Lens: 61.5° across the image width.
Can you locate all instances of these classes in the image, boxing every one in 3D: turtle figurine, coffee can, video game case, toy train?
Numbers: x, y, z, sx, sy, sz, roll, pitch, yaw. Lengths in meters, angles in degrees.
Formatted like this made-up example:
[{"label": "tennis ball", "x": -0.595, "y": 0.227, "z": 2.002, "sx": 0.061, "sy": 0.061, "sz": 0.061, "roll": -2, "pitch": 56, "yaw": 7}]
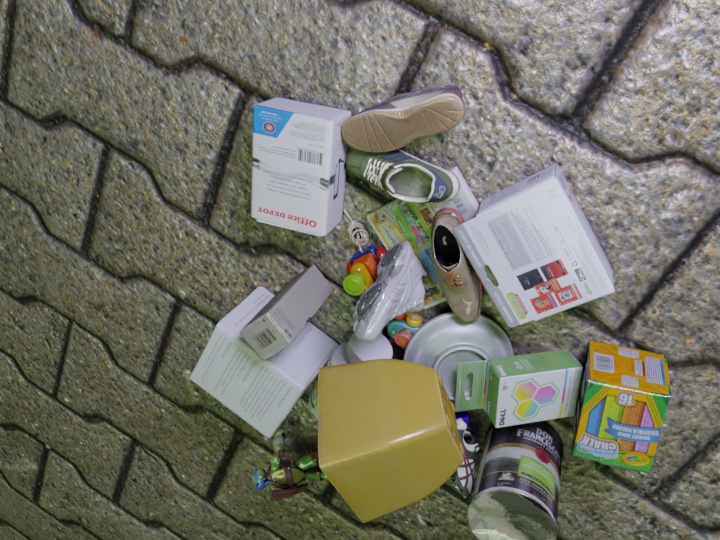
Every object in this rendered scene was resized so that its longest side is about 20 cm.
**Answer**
[{"label": "turtle figurine", "x": -0.135, "y": 0.407, "z": 1.330, "sx": 0.193, "sy": 0.200, "sz": 0.145, "roll": -6, "pitch": 90, "yaw": 3}, {"label": "coffee can", "x": 0.279, "y": 0.375, "z": 1.073, "sx": 0.146, "sy": 0.200, "sz": 0.147, "roll": 9, "pitch": 118, "yaw": 17}, {"label": "video game case", "x": 0.134, "y": -0.049, "z": 1.031, "sx": 0.182, "sy": 0.023, "sz": 0.200, "roll": -26, "pitch": 104, "yaw": 30}, {"label": "toy train", "x": 0.000, "y": 0.000, "z": 1.053, "sx": 0.084, "sy": 0.116, "sz": 0.200, "roll": -26, "pitch": 103, "yaw": 29}, {"label": "toy train", "x": 0.096, "y": 0.171, "z": 1.133, "sx": 0.150, "sy": 0.056, "sz": 0.200, "roll": -36, "pitch": 98, "yaw": 31}]

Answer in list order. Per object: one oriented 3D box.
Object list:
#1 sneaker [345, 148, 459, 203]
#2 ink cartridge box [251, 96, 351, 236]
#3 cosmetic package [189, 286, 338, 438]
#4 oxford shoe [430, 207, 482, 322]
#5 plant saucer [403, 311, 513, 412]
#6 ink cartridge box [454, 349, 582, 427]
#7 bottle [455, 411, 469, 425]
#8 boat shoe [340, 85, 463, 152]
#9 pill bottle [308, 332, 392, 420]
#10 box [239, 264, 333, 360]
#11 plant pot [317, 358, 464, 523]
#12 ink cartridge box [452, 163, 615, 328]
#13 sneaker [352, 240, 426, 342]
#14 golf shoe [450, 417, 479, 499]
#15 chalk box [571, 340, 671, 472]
[{"label": "sneaker", "x": 0.052, "y": -0.155, "z": 0.958, "sx": 0.199, "sy": 0.090, "sz": 0.067, "roll": 22, "pitch": 111, "yaw": 21}, {"label": "ink cartridge box", "x": -0.103, "y": -0.176, "z": 1.028, "sx": 0.145, "sy": 0.084, "sz": 0.201, "roll": 15, "pitch": 120, "yaw": 15}, {"label": "cosmetic package", "x": -0.188, "y": 0.177, "z": 1.185, "sx": 0.200, "sy": 0.166, "sz": 0.168, "roll": 37, "pitch": 122, "yaw": 3}, {"label": "oxford shoe", "x": 0.150, "y": 0.003, "z": 0.989, "sx": 0.070, "sy": 0.075, "sz": 0.201, "roll": -12, "pitch": 107, "yaw": 25}, {"label": "plant saucer", "x": 0.176, "y": 0.172, "z": 1.065, "sx": 0.199, "sy": 0.050, "sz": 0.201, "roll": -1, "pitch": 109, "yaw": -2}, {"label": "ink cartridge box", "x": 0.266, "y": 0.203, "z": 1.026, "sx": 0.199, "sy": 0.059, "sz": 0.104, "roll": -5, "pitch": 116, "yaw": -9}, {"label": "bottle", "x": 0.150, "y": 0.343, "z": 1.182, "sx": 0.083, "sy": 0.065, "sz": 0.201, "roll": 4, "pitch": 121, "yaw": -14}, {"label": "boat shoe", "x": 0.066, "y": -0.239, "z": 0.943, "sx": 0.199, "sy": 0.065, "sz": 0.072, "roll": -11, "pitch": 128, "yaw": 27}, {"label": "pill bottle", "x": -0.016, "y": 0.204, "z": 1.149, "sx": 0.112, "sy": 0.113, "sz": 0.200, "roll": 32, "pitch": 129, "yaw": 5}, {"label": "box", "x": -0.128, "y": 0.071, "z": 1.089, "sx": 0.082, "sy": 0.200, "sz": 0.068, "roll": -33, "pitch": 100, "yaw": 32}, {"label": "plant pot", "x": 0.058, "y": 0.265, "z": 1.003, "sx": 0.199, "sy": 0.196, "sz": 0.195, "roll": -18, "pitch": 129, "yaw": 12}, {"label": "ink cartridge box", "x": 0.269, "y": -0.033, "z": 0.946, "sx": 0.175, "sy": 0.084, "sz": 0.201, "roll": -25, "pitch": 103, "yaw": 28}, {"label": "sneaker", "x": 0.061, "y": 0.047, "z": 0.986, "sx": 0.099, "sy": 0.200, "sz": 0.078, "roll": 43, "pitch": 145, "yaw": -18}, {"label": "golf shoe", "x": 0.189, "y": 0.351, "z": 1.116, "sx": 0.088, "sy": 0.077, "sz": 0.200, "roll": -38, "pitch": 129, "yaw": -5}, {"label": "chalk box", "x": 0.421, "y": 0.240, "z": 0.996, "sx": 0.123, "sy": 0.125, "sz": 0.201, "roll": 9, "pitch": 118, "yaw": 18}]
